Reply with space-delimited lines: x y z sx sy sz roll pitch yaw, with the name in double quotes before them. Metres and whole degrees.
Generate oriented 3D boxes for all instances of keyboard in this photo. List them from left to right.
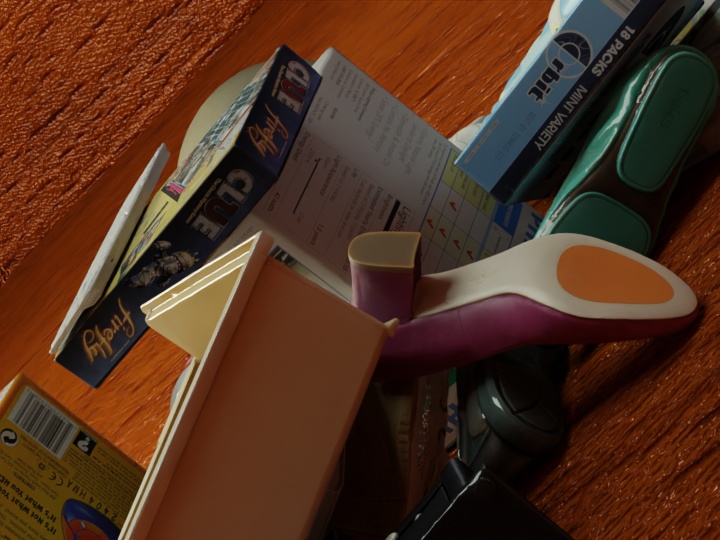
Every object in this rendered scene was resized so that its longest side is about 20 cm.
"keyboard" -0.159 -0.017 1.508 0.056 0.011 0.200 -48 12 28

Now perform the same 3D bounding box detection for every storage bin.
"storage bin" -0.090 0.108 1.267 0.198 0.093 0.201 -27 38 61

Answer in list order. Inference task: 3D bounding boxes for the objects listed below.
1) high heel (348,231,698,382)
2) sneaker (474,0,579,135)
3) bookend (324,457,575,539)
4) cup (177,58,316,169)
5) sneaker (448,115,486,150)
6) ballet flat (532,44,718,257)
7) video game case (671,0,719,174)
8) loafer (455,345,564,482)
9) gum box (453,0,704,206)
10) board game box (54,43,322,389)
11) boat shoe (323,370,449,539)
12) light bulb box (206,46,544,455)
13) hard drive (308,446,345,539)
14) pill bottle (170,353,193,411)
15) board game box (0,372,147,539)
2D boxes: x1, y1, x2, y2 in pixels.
"high heel" 0.087 0.034 1.314 0.068 0.198 0.096 -76 -14 -48
"sneaker" 0.142 -0.129 1.644 0.131 0.079 0.200 -58 -5 -27
"bookend" 0.018 0.174 1.215 0.200 0.092 0.199 -49 12 6
"cup" -0.030 -0.063 1.888 0.201 0.200 0.143 -53 25 -8
"sneaker" 0.083 -0.071 1.752 0.081 0.075 0.200 -41 14 6
"ballet flat" 0.149 -0.043 1.412 0.201 0.067 0.070 -60 11 -6
"video game case" 0.225 -0.131 1.514 0.182 0.022 0.201 -35 20 52
"loafer" 0.077 0.061 1.392 0.063 0.072 0.200 -52 13 23
"gum box" 0.141 -0.121 1.489 0.170 0.044 0.200 -52 -8 10
"board game box" -0.105 -0.033 1.453 0.200 0.035 0.136 -47 13 31
"boat shoe" 0.021 0.115 1.393 0.070 0.069 0.201 10 86 36
"light bulb box" 0.000 0.000 1.530 0.125 0.200 0.199 -43 14 37
"hard drive" -0.046 0.151 1.380 0.132 0.027 0.201 -88 14 -52
"pill bottle" -0.076 0.081 1.776 0.112 0.112 0.200 -43 14 32
"board game box" -0.264 0.245 1.774 0.200 0.200 0.200 -40 16 42
